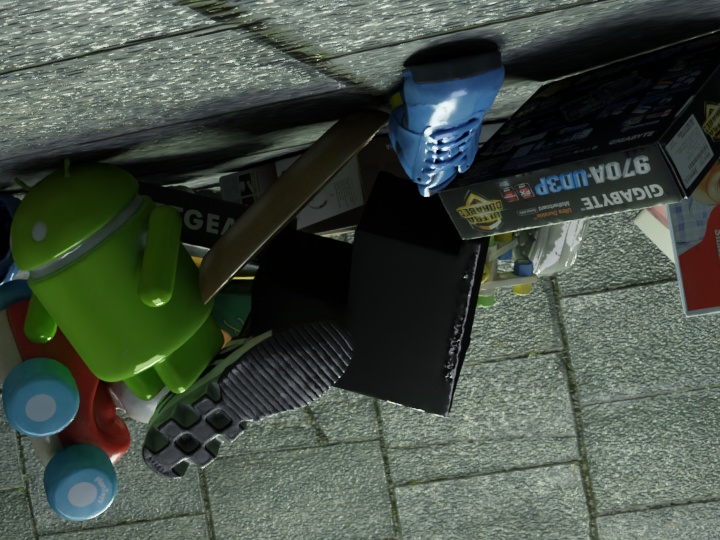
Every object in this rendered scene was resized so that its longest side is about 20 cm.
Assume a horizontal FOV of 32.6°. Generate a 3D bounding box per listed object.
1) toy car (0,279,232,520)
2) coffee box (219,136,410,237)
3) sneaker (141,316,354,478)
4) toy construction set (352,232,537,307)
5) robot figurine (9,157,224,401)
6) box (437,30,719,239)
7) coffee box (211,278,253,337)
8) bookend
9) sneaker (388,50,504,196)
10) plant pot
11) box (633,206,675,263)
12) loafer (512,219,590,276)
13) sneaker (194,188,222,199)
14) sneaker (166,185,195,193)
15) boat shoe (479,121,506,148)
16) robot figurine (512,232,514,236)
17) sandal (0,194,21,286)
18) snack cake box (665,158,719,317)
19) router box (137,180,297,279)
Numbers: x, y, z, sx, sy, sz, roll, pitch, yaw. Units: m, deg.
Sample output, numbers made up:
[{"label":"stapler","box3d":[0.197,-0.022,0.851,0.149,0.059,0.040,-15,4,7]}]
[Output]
[{"label":"toy car","box3d":[-0.212,0.082,1.096,0.198,0.179,0.184,-23,-149,-11]},{"label":"coffee box","box3d":[-0.031,-0.075,1.214,0.198,0.081,0.112,-10,180,45]},{"label":"sneaker","box3d":[-0.097,0.083,1.016,0.198,0.074,0.089,-30,-151,11]},{"label":"toy construction set","box3d":[0.063,-0.004,1.160,0.130,0.094,0.199,18,-169,41]},{"label":"robot figurine","box3d":[-0.192,0.004,0.964,0.174,0.201,0.116,-15,-155,42]},{"label":"box","box3d":[0.170,-0.095,0.863,0.199,0.046,0.159,-10,-152,49]},{"label":"coffee box","box3d":[-0.176,0.071,1.178,0.197,0.125,0.044,-2,-161,15]},{"label":"bookend","box3d":[0.000,0.000,1.012,0.197,0.200,0.093,14,-136,9]},{"label":"sneaker","box3d":[0.058,-0.094,0.811,0.065,0.080,0.200,-8,178,-5]},{"label":"plant pot","box3d":[-0.055,-0.054,0.927,0.200,0.027,0.200,-46,-177,3]},{"label":"box","box3d":[0.354,-0.082,1.133,0.128,0.109,0.200,-44,172,-16]},{"label":"loafer","box3d":[0.204,-0.078,1.183,0.069,0.070,0.201,0,135,-20]},{"label":"sneaker","box3d":[-0.123,-0.063,1.381,0.197,0.075,0.080,-10,-178,15]},{"label":"sneaker","box3d":[-0.167,0.003,1.248,0.098,0.203,0.078,-20,-178,-27]},{"label":"boat shoe","box3d":[0.180,-0.118,1.231,0.197,0.069,0.073,-10,180,-19]},{"label":"robot figurine","box3d":[0.106,-0.077,1.312,0.198,0.059,0.144,18,-163,34]},{"label":"sandal","box3d":[-0.320,-0.028,1.095,0.086,0.081,0.200,-13,-178,-2]},{"label":"snack cake box","box3d":[0.301,-0.072,0.992,0.113,0.203,0.067,-9,-179,13]},{"label":"router box","box3d":[-0.177,-0.032,1.124,0.198,0.052,0.149,11,166,-28]}]
